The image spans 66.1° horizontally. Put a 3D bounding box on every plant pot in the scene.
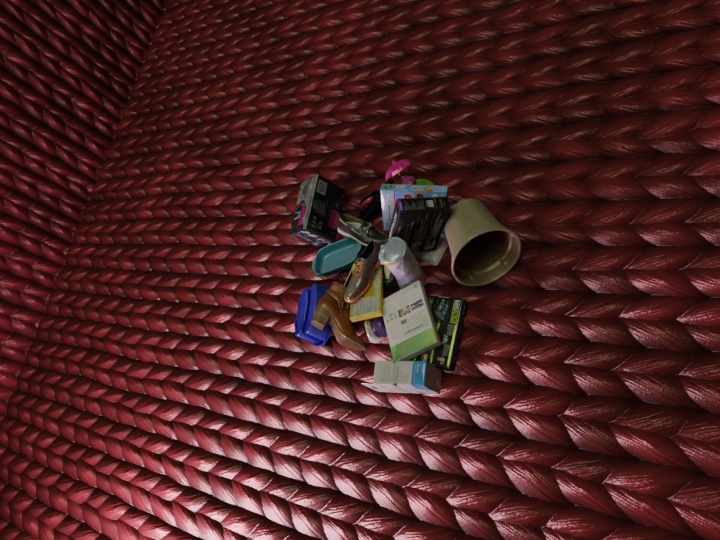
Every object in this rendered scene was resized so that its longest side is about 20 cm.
[{"bbox_3d":[0.318,-0.093,1.541,0.199,0.200,0.185,-35,42,15],"label":"plant pot"}]

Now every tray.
[{"bbox_3d":[0.183,-0.097,1.724,0.198,0.022,0.109,27,85,39],"label":"tray"}]

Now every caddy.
[{"bbox_3d":[-0.133,0.139,1.778,0.140,0.104,0.204,-22,55,53],"label":"caddy"}]

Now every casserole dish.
[{"bbox_3d":[-0.073,-0.042,1.849,0.197,0.039,0.123,-19,45,25],"label":"casserole dish"}]

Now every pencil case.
[{"bbox_3d":[0.125,-0.009,1.610,0.091,0.200,0.083,-47,49,-6],"label":"pencil case"}]

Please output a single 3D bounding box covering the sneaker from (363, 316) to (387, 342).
[{"bbox_3d":[0.044,0.125,1.698,0.082,0.081,0.203,-13,58,0],"label":"sneaker"}]

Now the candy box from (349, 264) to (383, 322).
[{"bbox_3d":[0.020,0.057,1.671,0.100,0.027,0.203,-15,49,21],"label":"candy box"}]

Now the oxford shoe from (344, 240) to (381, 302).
[{"bbox_3d":[0.000,0.000,1.657,0.070,0.073,0.202,13,64,37],"label":"oxford shoe"}]

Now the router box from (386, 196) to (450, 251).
[{"bbox_3d":[0.161,-0.128,1.580,0.146,0.201,0.052,-4,59,-9],"label":"router box"}]

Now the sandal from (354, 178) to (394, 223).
[{"bbox_3d":[0.036,-0.237,1.833,0.200,0.045,0.076,-48,15,31],"label":"sandal"}]

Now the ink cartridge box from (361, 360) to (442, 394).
[{"bbox_3d":[0.113,0.295,1.530,0.197,0.116,0.069,-6,65,31],"label":"ink cartridge box"}]

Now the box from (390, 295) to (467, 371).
[{"bbox_3d":[0.195,0.172,1.578,0.190,0.047,0.204,3,70,33],"label":"box"}]

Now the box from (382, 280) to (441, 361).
[{"bbox_3d":[0.138,0.147,1.578,0.143,0.036,0.203,-28,53,22],"label":"box"}]

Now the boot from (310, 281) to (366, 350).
[{"bbox_3d":[-0.040,0.139,1.699,0.156,0.198,0.074,-61,11,-29],"label":"boot"}]

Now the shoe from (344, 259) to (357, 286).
[{"bbox_3d":[-0.035,0.059,1.780,0.069,0.053,0.203,20,81,38],"label":"shoe"}]

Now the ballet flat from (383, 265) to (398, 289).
[{"bbox_3d":[0.110,-0.045,1.701,0.067,0.068,0.204,3,80,37],"label":"ballet flat"}]

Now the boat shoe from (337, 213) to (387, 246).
[{"bbox_3d":[0.008,-0.134,1.809,0.198,0.061,0.074,26,42,31],"label":"boat shoe"}]

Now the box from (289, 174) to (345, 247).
[{"bbox_3d":[-0.150,-0.203,1.914,0.114,0.131,0.204,-12,61,50],"label":"box"}]

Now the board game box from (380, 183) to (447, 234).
[{"bbox_3d":[0.162,-0.184,1.659,0.196,0.153,0.037,5,42,13],"label":"board game box"}]

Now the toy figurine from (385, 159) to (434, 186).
[{"bbox_3d":[0.151,-0.254,1.704,0.149,0.184,0.201,-39,51,5],"label":"toy figurine"}]
